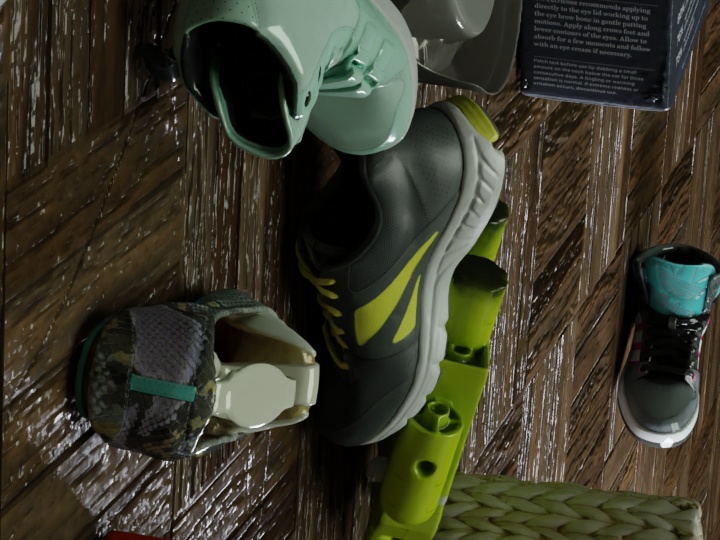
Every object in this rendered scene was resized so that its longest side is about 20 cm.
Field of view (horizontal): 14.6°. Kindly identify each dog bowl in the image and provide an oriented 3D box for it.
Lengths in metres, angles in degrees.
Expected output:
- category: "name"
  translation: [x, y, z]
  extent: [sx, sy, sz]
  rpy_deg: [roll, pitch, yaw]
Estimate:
- category: "dog bowl"
  translation: [0.031, -0.181, 1.339]
  extent: [0.200, 0.058, 0.201]
  rpy_deg: [-2, 90, -75]

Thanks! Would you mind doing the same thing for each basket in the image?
- category: "basket"
  translation: [0.104, 0.227, 1.626]
  extent: [0.198, 0.199, 0.161]
  rpy_deg: [74, 25, -59]

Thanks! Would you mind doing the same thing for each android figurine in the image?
- category: "android figurine"
  translation: [0.036, 0.060, 1.497]
  extent: [0.182, 0.041, 0.201]
  rpy_deg: [-85, -169, -53]

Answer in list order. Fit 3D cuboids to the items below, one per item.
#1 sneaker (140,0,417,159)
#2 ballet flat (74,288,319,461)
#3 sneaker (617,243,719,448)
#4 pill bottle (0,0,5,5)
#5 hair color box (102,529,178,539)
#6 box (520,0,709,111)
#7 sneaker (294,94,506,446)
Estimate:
- category: "sneaker"
  translation: [-0.032, -0.078, 1.156]
  extent: [0.201, 0.073, 0.119]
  rpy_deg: [61, 32, -53]
- category: "ballet flat"
  translation: [-0.054, 0.046, 1.153]
  extent: [0.200, 0.072, 0.072]
  rpy_deg: [-7, 104, -76]
- category: "sneaker"
  translation: [0.270, 0.048, 2.433]
  extent: [0.200, 0.083, 0.121]
  rpy_deg: [-79, 173, -48]
- category: "pill bottle"
  translation: [-0.120, -0.128, 0.696]
  extent: [0.113, 0.112, 0.201]
  rpy_deg: [78, 25, -54]
- category: "hair color box"
  translation: [-0.101, 0.187, 1.053]
  extent: [0.200, 0.061, 0.102]
  rpy_deg: [-54, 149, -65]
- category: "box"
  translation: [0.169, -0.228, 1.836]
  extent: [0.148, 0.104, 0.201]
  rpy_deg: [-62, 155, -54]
- category: "sneaker"
  translation: [0.000, 0.000, 1.372]
  extent: [0.075, 0.084, 0.201]
  rpy_deg: [51, -47, 44]
